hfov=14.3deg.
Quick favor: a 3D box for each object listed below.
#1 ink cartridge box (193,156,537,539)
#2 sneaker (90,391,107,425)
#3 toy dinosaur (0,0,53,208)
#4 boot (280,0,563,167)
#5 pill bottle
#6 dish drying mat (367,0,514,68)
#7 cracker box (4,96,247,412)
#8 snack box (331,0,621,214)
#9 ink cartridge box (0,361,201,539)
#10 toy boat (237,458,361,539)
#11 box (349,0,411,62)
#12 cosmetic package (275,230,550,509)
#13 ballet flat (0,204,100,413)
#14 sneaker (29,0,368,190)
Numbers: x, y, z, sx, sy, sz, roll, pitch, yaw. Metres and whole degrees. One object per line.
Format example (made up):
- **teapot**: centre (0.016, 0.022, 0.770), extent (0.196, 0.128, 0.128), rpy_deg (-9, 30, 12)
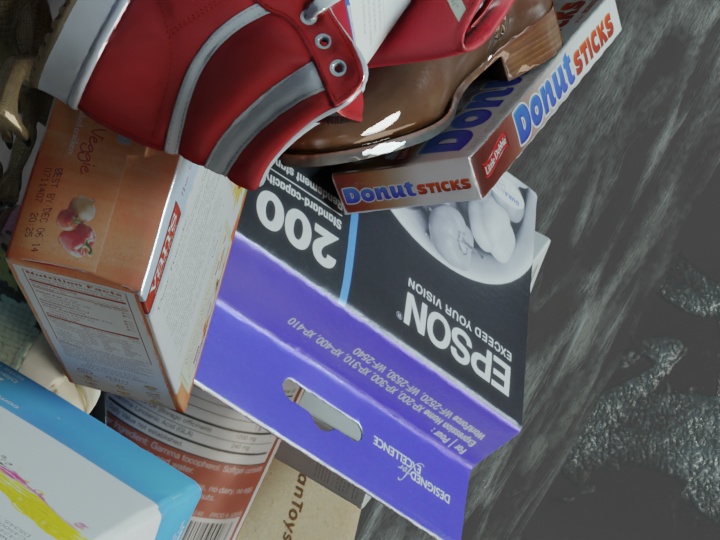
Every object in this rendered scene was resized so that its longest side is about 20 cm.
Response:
- **ink cartridge box**: centre (0.000, 0.000, 1.332), extent (0.043, 0.198, 0.201), rpy_deg (-27, -137, 37)
- **sneaker**: centre (-0.163, 0.131, 1.356), extent (0.078, 0.066, 0.201), rpy_deg (176, -77, -82)
- **toy dinosaur**: centre (-0.134, -0.092, 1.084), extent (0.200, 0.058, 0.102), rpy_deg (97, 11, -58)
- **boot**: centre (0.006, -0.164, 1.285), extent (0.186, 0.064, 0.201), rpy_deg (-35, 117, -42)
- **pill bottle**: centre (-0.082, 0.047, 1.413), extent (0.201, 0.112, 0.112), rpy_deg (-65, 167, 15)
- **dish drying mat**: centre (-0.017, -0.112, 1.208), extent (0.018, 0.199, 0.077), rpy_deg (53, 53, -34)
- **cracker box**: centre (-0.085, -0.034, 1.144), extent (0.200, 0.057, 0.135), rpy_deg (88, 16, -74)
- **snack box**: centre (0.058, -0.081, 1.357), extent (0.200, 0.072, 0.024), rpy_deg (-49, 128, -54)
- **ink cartridge box**: centre (-0.184, 0.130, 1.117), extent (0.147, 0.146, 0.200), rpy_deg (-64, 167, 16)
- **toy boat**: centre (-0.078, 0.124, 1.610), extent (0.130, 0.130, 0.201), rpy_deg (35, 59, -39)
- **box**: centre (-0.006, -0.196, 1.147), extent (0.200, 0.124, 0.098), rpy_deg (-56, 164, -22)
- **cosmetic package**: centre (-0.010, 0.018, 1.546), extent (0.200, 0.150, 0.052), rpy_deg (-48, 164, -42)
- **ballet flat**: centre (-0.156, 0.065, 1.258), extent (0.201, 0.071, 0.069), rpy_deg (-67, 172, 27)
- **sneaker**: centre (-0.022, -0.126, 1.022), extent (0.201, 0.112, 0.071), rpy_deg (-59, 180, 3)
